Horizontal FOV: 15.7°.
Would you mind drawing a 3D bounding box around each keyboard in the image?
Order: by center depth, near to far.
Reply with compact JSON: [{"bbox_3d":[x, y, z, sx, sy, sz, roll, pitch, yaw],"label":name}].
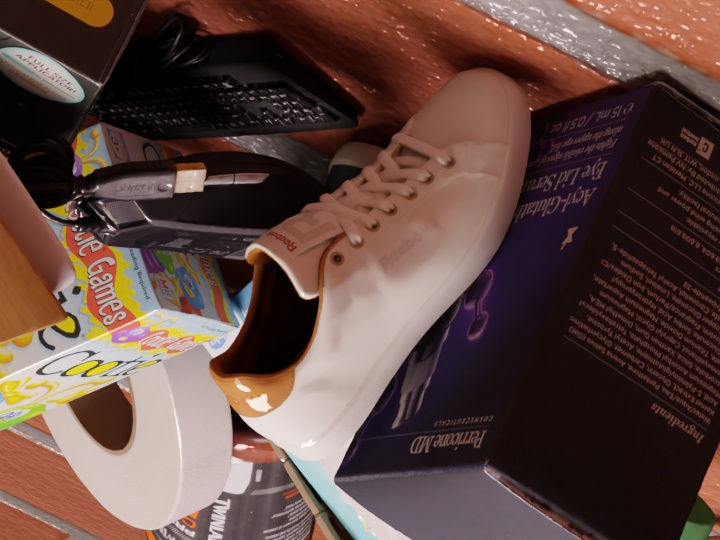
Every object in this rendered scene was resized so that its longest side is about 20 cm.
[{"bbox_3d":[-0.098,-0.087,1.360,0.104,0.040,0.199,37,156,-32],"label":"keyboard"}]

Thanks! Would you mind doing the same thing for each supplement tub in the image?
[{"bbox_3d":[-0.074,0.125,1.569,0.106,0.107,0.201,21,136,10],"label":"supplement tub"}]

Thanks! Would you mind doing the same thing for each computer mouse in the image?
[{"bbox_3d":[-0.082,-0.040,1.198,0.199,0.046,0.140,4,169,-20],"label":"computer mouse"}]

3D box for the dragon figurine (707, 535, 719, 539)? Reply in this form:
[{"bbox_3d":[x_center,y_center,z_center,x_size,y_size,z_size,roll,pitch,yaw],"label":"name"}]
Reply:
[{"bbox_3d":[0.265,0.198,1.621,0.199,0.059,0.099,26,161,-1],"label":"dragon figurine"}]

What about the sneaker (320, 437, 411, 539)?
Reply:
[{"bbox_3d":[0.034,0.115,1.276,0.080,0.076,0.201,-26,90,54],"label":"sneaker"}]

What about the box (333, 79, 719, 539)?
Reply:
[{"bbox_3d":[0.097,0.033,1.189,0.104,0.201,0.148,33,159,-20],"label":"box"}]

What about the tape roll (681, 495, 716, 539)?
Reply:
[{"bbox_3d":[0.104,0.110,1.479,0.200,0.048,0.200,30,-172,-5],"label":"tape roll"}]

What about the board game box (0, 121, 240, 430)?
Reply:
[{"bbox_3d":[-0.182,0.016,1.338,0.199,0.105,0.103,-24,166,16],"label":"board game box"}]

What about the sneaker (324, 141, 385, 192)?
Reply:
[{"bbox_3d":[0.000,0.000,1.395,0.075,0.085,0.200,24,160,4],"label":"sneaker"}]

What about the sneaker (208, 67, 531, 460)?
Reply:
[{"bbox_3d":[0.004,-0.015,1.176,0.073,0.201,0.085,23,169,47],"label":"sneaker"}]

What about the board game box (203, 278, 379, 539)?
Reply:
[{"bbox_3d":[0.021,0.071,1.341,0.200,0.047,0.151,52,141,2],"label":"board game box"}]

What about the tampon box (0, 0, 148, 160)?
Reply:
[{"bbox_3d":[-0.173,-0.139,1.185,0.149,0.127,0.200,28,160,-7],"label":"tampon box"}]

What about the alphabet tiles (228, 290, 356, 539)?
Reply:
[{"bbox_3d":[-0.008,0.094,1.461,0.201,0.006,0.166,58,-158,9],"label":"alphabet tiles"}]

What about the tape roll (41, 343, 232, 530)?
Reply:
[{"bbox_3d":[-0.139,0.048,1.478,0.203,0.037,0.204,40,141,42],"label":"tape roll"}]

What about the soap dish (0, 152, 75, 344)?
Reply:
[{"bbox_3d":[-0.221,-0.023,1.158,0.158,0.081,0.200,56,154,-10],"label":"soap dish"}]

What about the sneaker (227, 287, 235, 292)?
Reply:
[{"bbox_3d":[-0.089,0.035,1.611,0.199,0.077,0.080,30,152,-31],"label":"sneaker"}]
